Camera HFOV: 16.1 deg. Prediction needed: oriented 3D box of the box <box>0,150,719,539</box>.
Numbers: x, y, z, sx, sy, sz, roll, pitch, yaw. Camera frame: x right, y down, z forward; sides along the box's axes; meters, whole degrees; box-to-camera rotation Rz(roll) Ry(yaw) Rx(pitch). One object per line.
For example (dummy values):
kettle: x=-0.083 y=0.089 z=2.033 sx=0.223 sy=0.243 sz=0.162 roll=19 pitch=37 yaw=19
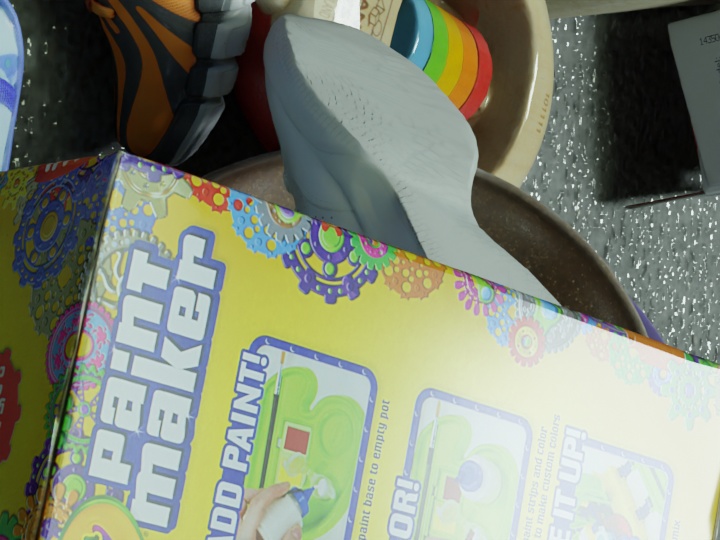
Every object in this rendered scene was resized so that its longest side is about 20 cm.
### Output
box: x=-0.047 y=0.062 z=0.645 sx=0.192 sy=0.200 sz=0.122 roll=19 pitch=76 yaw=-36

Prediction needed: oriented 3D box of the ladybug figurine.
ladybug figurine: x=0.007 y=-0.083 z=0.960 sx=0.200 sy=0.072 sz=0.136 roll=29 pitch=75 yaw=-59

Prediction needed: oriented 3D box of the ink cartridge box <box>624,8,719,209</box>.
ink cartridge box: x=0.234 y=-0.089 z=1.191 sx=0.200 sy=0.175 sz=0.084 roll=-10 pitch=88 yaw=-55

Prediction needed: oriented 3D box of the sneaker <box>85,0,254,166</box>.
sneaker: x=-0.089 y=-0.128 z=0.851 sx=0.112 sy=0.078 sz=0.200 roll=4 pitch=122 yaw=-15

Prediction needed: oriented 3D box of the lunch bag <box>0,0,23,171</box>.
lunch bag: x=-0.189 y=-0.039 z=0.721 sx=0.200 sy=0.082 sz=0.161 roll=27 pitch=69 yaw=-51

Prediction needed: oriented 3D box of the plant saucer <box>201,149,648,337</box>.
plant saucer: x=-0.001 y=0.051 z=0.836 sx=0.037 sy=0.200 sz=0.201 roll=100 pitch=17 yaw=-60

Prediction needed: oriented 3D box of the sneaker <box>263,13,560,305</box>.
sneaker: x=0.000 y=0.000 z=0.807 sx=0.075 sy=0.200 sz=0.089 roll=14 pitch=125 yaw=-34

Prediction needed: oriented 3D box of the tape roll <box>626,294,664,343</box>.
tape roll: x=0.015 y=0.082 z=0.888 sx=0.085 sy=0.200 sz=0.200 roll=98 pitch=18 yaw=-61

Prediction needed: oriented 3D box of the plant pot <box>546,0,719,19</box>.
plant pot: x=0.185 y=-0.214 z=1.106 sx=0.200 sy=0.177 sz=0.201 roll=-12 pitch=102 yaw=-51
